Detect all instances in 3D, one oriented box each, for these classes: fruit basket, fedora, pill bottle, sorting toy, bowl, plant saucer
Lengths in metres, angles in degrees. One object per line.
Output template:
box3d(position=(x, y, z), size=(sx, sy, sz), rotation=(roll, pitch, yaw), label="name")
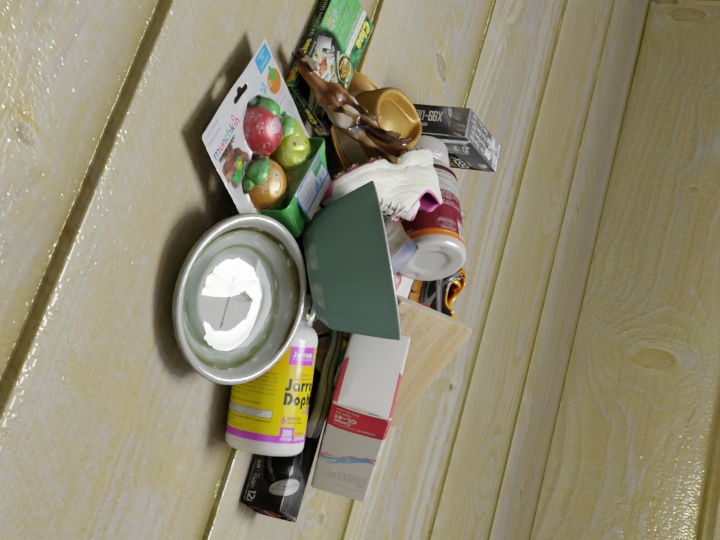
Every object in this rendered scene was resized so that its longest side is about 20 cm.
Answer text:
box3d(position=(-0.108, -0.144, 1.391), size=(0.202, 0.092, 0.187), rotation=(72, 34, -42), label="fruit basket")
box3d(position=(0.031, -0.207, 1.658), size=(0.200, 0.081, 0.204), rotation=(28, 56, -51), label="fedora")
box3d(position=(0.097, -0.098, 1.762), size=(0.115, 0.112, 0.203), rotation=(60, 21, -57), label="pill bottle")
box3d(position=(0.040, 0.125, 1.729), size=(0.198, 0.070, 0.201), rotation=(22, 110, -50), label="sorting toy")
box3d(position=(-0.015, -0.003, 1.451), size=(0.201, 0.103, 0.205), rotation=(169, -90, -88), label="bowl")
box3d(position=(-0.110, 0.127, 1.461), size=(0.104, 0.102, 0.204), rotation=(5, 92, -68), label="pill bottle")
box3d(position=(-0.150, 0.031, 1.353), size=(0.198, 0.050, 0.204), rotation=(-13, 109, -43), label="plant saucer")

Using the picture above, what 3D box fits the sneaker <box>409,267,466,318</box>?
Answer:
box3d(position=(0.137, -0.001, 1.852), size=(0.078, 0.076, 0.203), rotation=(52, 49, -60), label="sneaker")

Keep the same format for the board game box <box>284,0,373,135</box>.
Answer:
box3d(position=(-0.041, -0.296, 1.572), size=(0.105, 0.023, 0.202), rotation=(51, 50, -44), label="board game box")

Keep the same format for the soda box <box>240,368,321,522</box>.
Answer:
box3d(position=(-0.098, 0.236, 1.583), size=(0.071, 0.062, 0.203), rotation=(55, 47, -60), label="soda box")

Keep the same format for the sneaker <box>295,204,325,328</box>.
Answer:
box3d(position=(-0.098, -0.002, 1.528), size=(0.082, 0.071, 0.204), rotation=(14, 83, -45), label="sneaker")

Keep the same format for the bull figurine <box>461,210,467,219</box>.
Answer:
box3d(position=(0.120, -0.120, 1.965), size=(0.066, 0.121, 0.199), rotation=(-55, 159, 23), label="bull figurine")

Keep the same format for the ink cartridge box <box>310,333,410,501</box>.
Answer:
box3d(position=(-0.001, 0.193, 1.553), size=(0.202, 0.084, 0.149), rotation=(107, -1, -46), label="ink cartridge box")

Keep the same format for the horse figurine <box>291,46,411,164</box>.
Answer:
box3d(position=(-0.008, -0.206, 1.516), size=(0.050, 0.132, 0.199), rotation=(-55, 147, 2), label="horse figurine")

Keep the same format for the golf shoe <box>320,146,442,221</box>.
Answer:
box3d(position=(0.034, -0.107, 1.571), size=(0.198, 0.075, 0.093), rotation=(-18, 80, -33), label="golf shoe")

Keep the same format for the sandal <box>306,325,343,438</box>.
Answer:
box3d(position=(-0.058, 0.127, 1.536), size=(0.080, 0.056, 0.203), rotation=(103, -1, -50), label="sandal")

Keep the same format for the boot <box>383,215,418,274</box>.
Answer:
box3d(position=(0.000, 0.000, 1.605), size=(0.097, 0.074, 0.201), rotation=(43, 72, -14), label="boot")

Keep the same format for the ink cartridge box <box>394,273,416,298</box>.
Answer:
box3d(position=(0.043, 0.049, 1.845), size=(0.146, 0.083, 0.203), rotation=(-57, 146, -46), label="ink cartridge box")

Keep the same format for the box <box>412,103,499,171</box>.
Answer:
box3d(position=(0.129, -0.217, 1.873), size=(0.200, 0.155, 0.051), rotation=(30, 70, -67), label="box")
